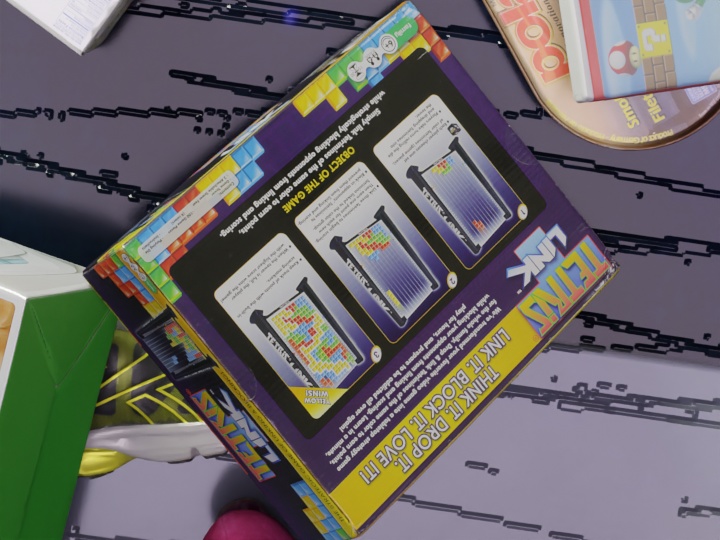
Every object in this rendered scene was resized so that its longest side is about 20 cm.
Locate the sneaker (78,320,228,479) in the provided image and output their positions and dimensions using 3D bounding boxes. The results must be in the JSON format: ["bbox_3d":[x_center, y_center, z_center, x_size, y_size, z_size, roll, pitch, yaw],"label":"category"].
[{"bbox_3d":[-0.094,0.047,1.097,0.199,0.074,0.085,-13,97,1],"label":"sneaker"}]

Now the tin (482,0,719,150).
[{"bbox_3d":[0.106,-0.152,1.093,0.112,0.042,0.200,-29,98,-1],"label":"tin"}]

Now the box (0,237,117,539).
[{"bbox_3d":[-0.223,0.075,1.059,0.176,0.097,0.201,20,101,19],"label":"box"}]

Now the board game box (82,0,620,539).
[{"bbox_3d":[0.000,0.000,1.054,0.200,0.057,0.165,-42,99,-30],"label":"board game box"}]

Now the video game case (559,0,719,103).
[{"bbox_3d":[0.184,-0.162,1.071,0.199,0.017,0.144,-10,93,-15],"label":"video game case"}]

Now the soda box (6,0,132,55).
[{"bbox_3d":[-0.188,-0.184,1.068,0.200,0.068,0.064,37,96,-6],"label":"soda box"}]

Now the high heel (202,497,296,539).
[{"bbox_3d":[-0.011,0.199,1.108,0.067,0.096,0.200,-28,97,3],"label":"high heel"}]
